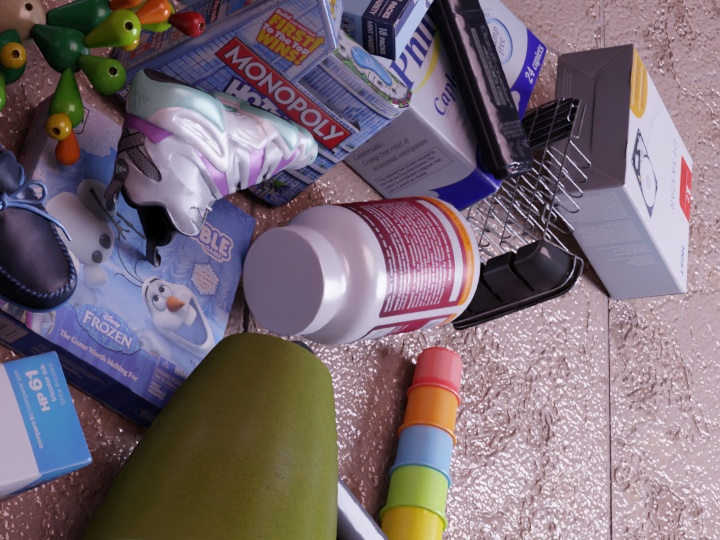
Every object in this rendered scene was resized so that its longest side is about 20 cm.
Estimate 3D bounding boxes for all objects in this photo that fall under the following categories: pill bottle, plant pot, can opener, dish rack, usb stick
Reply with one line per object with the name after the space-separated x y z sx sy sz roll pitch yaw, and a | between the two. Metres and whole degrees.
0.000 0.000 1.726 0.199 0.113 0.114 -7 78 -52 | pill bottle
-0.091 0.153 1.529 0.187 0.187 0.201 35 54 -27 | plant pot
-0.008 0.230 1.645 0.200 0.053 0.067 54 52 -26 | can opener
0.138 -0.056 1.859 0.054 0.153 0.201 38 52 -29 | dish rack
0.100 -0.176 1.817 0.055 0.032 0.201 -13 82 -53 | usb stick

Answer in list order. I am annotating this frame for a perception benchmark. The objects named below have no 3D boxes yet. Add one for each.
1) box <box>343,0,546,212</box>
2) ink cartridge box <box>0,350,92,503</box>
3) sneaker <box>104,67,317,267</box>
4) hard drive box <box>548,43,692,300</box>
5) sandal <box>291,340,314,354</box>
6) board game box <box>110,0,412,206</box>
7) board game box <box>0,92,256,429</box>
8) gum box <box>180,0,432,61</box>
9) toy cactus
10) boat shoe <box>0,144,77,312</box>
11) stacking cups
0.046 -0.178 1.865 0.200 0.105 0.185 40 49 -23 | box
-0.301 0.125 1.379 0.199 0.144 0.085 -14 82 -46 | ink cartridge box
-0.122 -0.066 1.606 0.199 0.077 0.141 15 99 -50 | sneaker
0.246 -0.089 1.983 0.200 0.076 0.157 51 40 -52 | hard drive box
-0.061 0.157 1.671 0.075 0.048 0.202 1 85 -44 | sandal
-0.063 -0.159 1.682 0.200 0.199 0.062 38 34 -24 | board game box
-0.186 -0.004 1.616 0.199 0.043 0.200 34 52 -28 | board game box
-0.028 -0.268 1.780 0.045 0.199 0.170 85 27 -48 | gum box
-0.230 -0.168 1.586 0.200 0.165 0.103 -40 146 -30 | toy cactus
-0.275 -0.055 1.501 0.200 0.069 0.084 45 58 6 | boat shoe
0.050 0.154 1.762 0.060 0.060 0.201 30 52 -31 | stacking cups
